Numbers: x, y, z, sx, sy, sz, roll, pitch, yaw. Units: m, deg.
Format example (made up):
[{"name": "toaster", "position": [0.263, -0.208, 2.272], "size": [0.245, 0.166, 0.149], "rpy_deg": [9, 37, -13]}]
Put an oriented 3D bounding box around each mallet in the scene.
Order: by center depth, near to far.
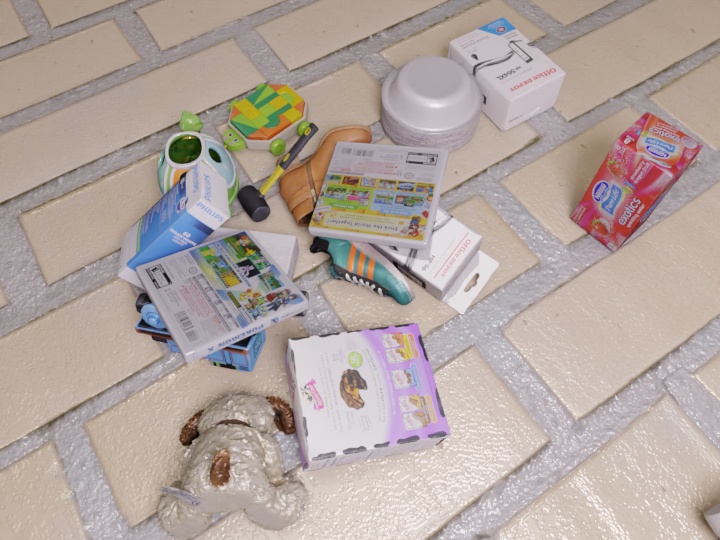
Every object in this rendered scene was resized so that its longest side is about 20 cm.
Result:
[{"name": "mallet", "position": [-0.137, -0.168, 0.928], "size": [0.200, 0.041, 0.066], "rpy_deg": [-41, 64, 21]}]

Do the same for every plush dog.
[{"name": "plush dog", "position": [-0.173, 0.237, 0.714], "size": [0.197, 0.162, 0.172], "rpy_deg": [-5, 34, -4]}]

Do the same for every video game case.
[{"name": "video game case", "position": [-0.201, 0.025, 0.765], "size": [0.181, 0.022, 0.200], "rpy_deg": [-23, 47, -27]}, {"name": "video game case", "position": [0.031, -0.128, 0.872], "size": [0.198, 0.023, 0.184], "rpy_deg": [8, 65, 17]}]

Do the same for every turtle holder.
[{"name": "turtle holder", "position": [-0.284, -0.186, 0.942], "size": [0.139, 0.132, 0.187], "rpy_deg": [14, 62, 9]}]

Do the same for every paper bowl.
[{"name": "paper bowl", "position": [0.138, -0.334, 1.036], "size": [0.198, 0.105, 0.203], "rpy_deg": [0, 60, 0]}]

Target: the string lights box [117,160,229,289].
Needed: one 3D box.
[{"name": "string lights box", "position": [-0.300, -0.070, 0.851], "size": [0.199, 0.059, 0.103], "rpy_deg": [-36, 43, 19]}]

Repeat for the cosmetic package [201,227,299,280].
[{"name": "cosmetic package", "position": [-0.209, -0.023, 0.897], "size": [0.197, 0.051, 0.083], "rpy_deg": [7, 59, 5]}]

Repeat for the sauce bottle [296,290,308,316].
[{"name": "sauce bottle", "position": [-0.183, 0.043, 0.855], "size": [0.197, 0.065, 0.065], "rpy_deg": [8, 61, 3]}]

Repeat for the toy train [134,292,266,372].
[{"name": "toy train", "position": [-0.239, 0.083, 0.801], "size": [0.198, 0.115, 0.087], "rpy_deg": [9, 41, 7]}]

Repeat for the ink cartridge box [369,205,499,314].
[{"name": "ink cartridge box", "position": [0.120, -0.035, 0.875], "size": [0.199, 0.068, 0.116], "rpy_deg": [36, 81, 16]}]

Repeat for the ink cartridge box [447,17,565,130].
[{"name": "ink cartridge box", "position": [0.290, -0.401, 1.081], "size": [0.145, 0.085, 0.201], "rpy_deg": [-29, 64, -14]}]

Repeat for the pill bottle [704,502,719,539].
[{"name": "pill bottle", "position": [0.520, 0.372, 0.632], "size": [0.112, 0.113, 0.201], "rpy_deg": [-20, 62, -10]}]

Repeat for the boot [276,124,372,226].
[{"name": "boot", "position": [-0.051, -0.171, 0.956], "size": [0.198, 0.077, 0.156], "rpy_deg": [-20, 57, -4]}]

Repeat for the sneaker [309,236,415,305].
[{"name": "sneaker", "position": [0.000, 0.000, 0.878], "size": [0.200, 0.071, 0.080], "rpy_deg": [42, 84, 19]}]

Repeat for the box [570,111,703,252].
[{"name": "box", "position": [0.439, -0.137, 0.866], "size": [0.095, 0.201, 0.100], "rpy_deg": [-37, 67, -21]}]

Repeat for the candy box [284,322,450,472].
[{"name": "candy box", "position": [0.004, 0.174, 0.750], "size": [0.198, 0.072, 0.169], "rpy_deg": [-4, 60, -17]}]

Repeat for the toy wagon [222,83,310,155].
[{"name": "toy wagon", "position": [-0.197, -0.291, 1.053], "size": [0.199, 0.040, 0.155], "rpy_deg": [-39, 67, -19]}]
